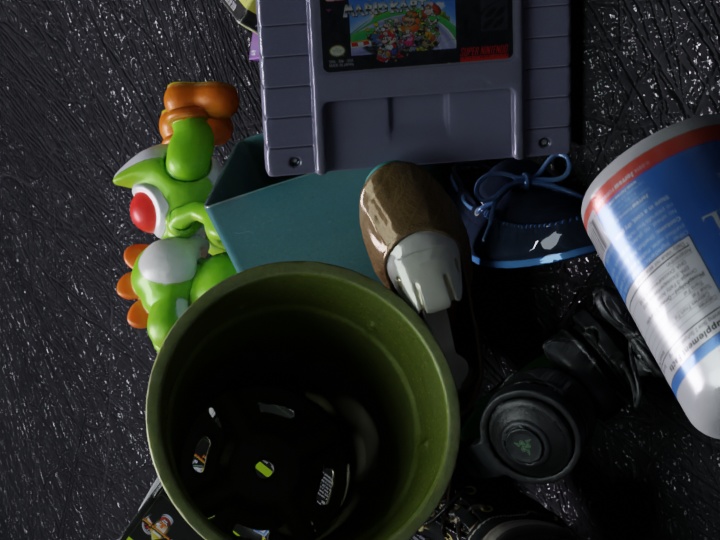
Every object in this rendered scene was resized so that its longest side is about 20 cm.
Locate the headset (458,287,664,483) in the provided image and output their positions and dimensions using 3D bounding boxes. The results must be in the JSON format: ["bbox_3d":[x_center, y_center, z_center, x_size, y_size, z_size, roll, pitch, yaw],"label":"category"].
[{"bbox_3d":[0.124,0.066,1.541,0.094,0.123,0.200,53,149,-10],"label":"headset"}]

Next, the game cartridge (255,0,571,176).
[{"bbox_3d":[0.035,-0.128,1.554,0.038,0.199,0.130,-101,7,-59],"label":"game cartridge"}]

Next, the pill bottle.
[{"bbox_3d":[0.212,0.023,1.354,0.201,0.112,0.112,63,153,24],"label":"pill bottle"}]

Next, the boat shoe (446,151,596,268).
[{"bbox_3d":[0.096,-0.041,1.612,0.200,0.084,0.069,7,106,63],"label":"boat shoe"}]

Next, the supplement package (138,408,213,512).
[{"bbox_3d":[-0.054,0.190,1.881,0.199,0.110,0.114,32,179,5],"label":"supplement package"}]

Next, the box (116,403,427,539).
[{"bbox_3d":[-0.044,0.183,1.801,0.200,0.193,0.048,37,-177,5],"label":"box"}]

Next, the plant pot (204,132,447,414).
[{"bbox_3d":[0.000,0.000,1.726,0.141,0.141,0.201,-71,-37,-67],"label":"plant pot"}]

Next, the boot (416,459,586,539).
[{"bbox_3d":[0.079,0.170,1.617,0.150,0.200,0.073,31,97,30],"label":"boot"}]

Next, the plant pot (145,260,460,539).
[{"bbox_3d":[-0.052,0.114,1.610,0.190,0.199,0.201,128,124,-71],"label":"plant pot"}]

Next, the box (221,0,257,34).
[{"bbox_3d":[-0.022,-0.250,1.647,0.201,0.050,0.075,-60,24,10],"label":"box"}]

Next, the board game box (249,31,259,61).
[{"bbox_3d":[0.016,-0.150,1.677,0.200,0.119,0.032,6,84,65],"label":"board game box"}]

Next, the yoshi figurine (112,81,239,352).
[{"bbox_3d":[-0.109,-0.032,1.808,0.112,0.112,0.201,-13,66,40],"label":"yoshi figurine"}]

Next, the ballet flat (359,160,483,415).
[{"bbox_3d":[0.046,0.020,1.597,0.072,0.067,0.201,-107,3,-48],"label":"ballet flat"}]
